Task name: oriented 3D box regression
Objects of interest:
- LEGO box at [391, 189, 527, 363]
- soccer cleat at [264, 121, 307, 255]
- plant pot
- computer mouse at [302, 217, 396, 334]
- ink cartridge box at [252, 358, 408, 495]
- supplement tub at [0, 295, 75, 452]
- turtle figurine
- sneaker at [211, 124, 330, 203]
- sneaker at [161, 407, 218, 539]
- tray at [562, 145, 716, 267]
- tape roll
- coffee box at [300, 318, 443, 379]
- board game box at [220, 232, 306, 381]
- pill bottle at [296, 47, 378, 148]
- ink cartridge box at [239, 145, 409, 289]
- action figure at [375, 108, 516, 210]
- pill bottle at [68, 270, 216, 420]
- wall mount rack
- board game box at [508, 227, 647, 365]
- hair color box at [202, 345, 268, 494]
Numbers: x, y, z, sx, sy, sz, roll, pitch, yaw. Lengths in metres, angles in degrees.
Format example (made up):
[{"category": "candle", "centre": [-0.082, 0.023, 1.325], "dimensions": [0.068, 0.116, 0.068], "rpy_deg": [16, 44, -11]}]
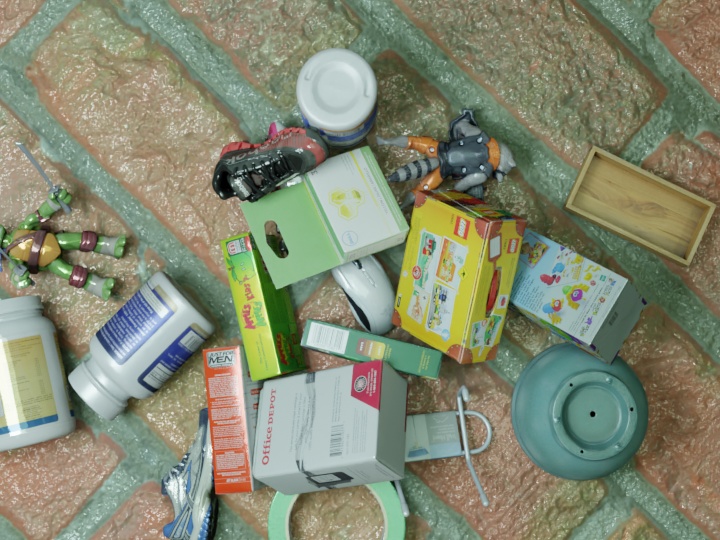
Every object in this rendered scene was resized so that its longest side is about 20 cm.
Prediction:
[{"category": "LEGO box", "centre": [0.133, 0.005, 1.613], "dimensions": [0.077, 0.148, 0.202], "rpy_deg": [-4, 112, -40]}, {"category": "soccer cleat", "centre": [-0.088, -0.119, 1.708], "dimensions": [0.085, 0.070, 0.203], "rpy_deg": [-9, 91, -12]}, {"category": "plant pot", "centre": [0.317, 0.201, 1.647], "dimensions": [0.197, 0.134, 0.203], "rpy_deg": [0, 86, 1]}, {"category": "computer mouse", "centre": [0.000, 0.000, 1.680], "dimensions": [0.109, 0.044, 0.201], "rpy_deg": [-38, 102, -26]}, {"category": "ink cartridge box", "centre": [-0.041, 0.218, 1.611], "dimensions": [0.198, 0.083, 0.147], "rpy_deg": [-13, 57, 28]}, {"category": "supplement tub", "centre": [-0.490, 0.147, 1.648], "dimensions": [0.143, 0.145, 0.203], "rpy_deg": [-13, 86, -1]}, {"category": "turtle figurine", "centre": [-0.431, -0.038, 1.647], "dimensions": [0.192, 0.145, 0.201], "rpy_deg": [17, 130, -16]}, {"category": "sneaker", "centre": [-0.128, -0.140, 1.605], "dimensions": [0.071, 0.199, 0.098], "rpy_deg": [56, 44, -30]}, {"category": "sneaker", "centre": [-0.245, 0.296, 1.674], "dimensions": [0.084, 0.077, 0.203], "rpy_deg": [7, 86, 5]}, {"category": "tray", "centre": [0.407, -0.093, 1.715], "dimensions": [0.198, 0.037, 0.100], "rpy_deg": [26, 86, 1]}, {"category": "tape roll", "centre": [-0.034, 0.365, 1.681], "dimensions": [0.198, 0.048, 0.203], "rpy_deg": [0, 86, 0]}, {"category": "coffee box", "centre": [0.016, 0.113, 1.660], "dimensions": [0.197, 0.123, 0.045], "rpy_deg": [14, 85, -1]}, {"category": "board game box", "centre": [-0.137, 0.051, 1.668], "dimensions": [0.047, 0.101, 0.203], "rpy_deg": [-15, 85, 18]}, {"category": "pill bottle", "centre": [-0.030, -0.234, 1.642], "dimensions": [0.110, 0.200, 0.114], "rpy_deg": [0, 86, 0]}, {"category": "ink cartridge box", "centre": [-0.051, -0.076, 1.631], "dimensions": [0.198, 0.048, 0.147], "rpy_deg": [-19, 69, -17]}, {"category": "action figure", "centre": [0.134, -0.130, 1.684], "dimensions": [0.191, 0.105, 0.203], "rpy_deg": [-13, 90, 0]}, {"category": "pill bottle", "centre": [-0.313, 0.110, 1.662], "dimensions": [0.200, 0.120, 0.120], "rpy_deg": [-44, 87, -3]}, {"category": "wall mount rack", "centre": [0.102, 0.257, 1.653], "dimensions": [0.197, 0.075, 0.176], "rpy_deg": [-5, 72, -9]}, {"category": "board game box", "centre": [0.278, 0.030, 1.629], "dimensions": [0.199, 0.103, 0.106], "rpy_deg": [31, 87, 35]}, {"category": "hair color box", "centre": [-0.170, 0.208, 1.661], "dimensions": [0.060, 0.101, 0.203], "rpy_deg": [-6, 86, 16]}]
